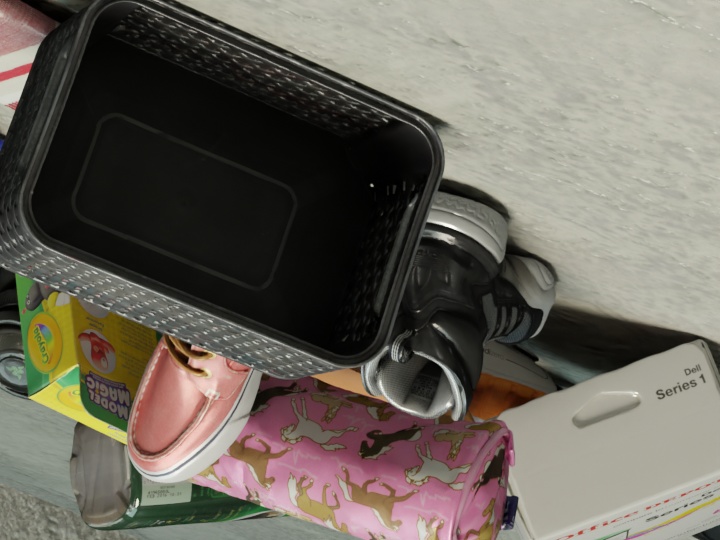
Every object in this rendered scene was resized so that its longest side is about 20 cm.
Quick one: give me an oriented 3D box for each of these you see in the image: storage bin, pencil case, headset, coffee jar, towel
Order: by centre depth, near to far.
[{"bbox_3d":[-0.075,-0.039,1.347,0.199,0.136,0.094,22,167,-17],"label":"storage bin"},{"bbox_3d":[-0.143,-0.099,1.463,0.199,0.023,0.144,24,165,-29],"label":"towel"},{"bbox_3d":[-0.008,0.105,1.546,0.199,0.083,0.086,13,-171,26],"label":"pencil case"},{"bbox_3d":[-0.216,0.025,1.686,0.199,0.124,0.094,20,139,-32],"label":"headset"},{"bbox_3d":[-0.093,0.131,1.864,0.199,0.086,0.104,-1,172,-31],"label":"coffee jar"}]

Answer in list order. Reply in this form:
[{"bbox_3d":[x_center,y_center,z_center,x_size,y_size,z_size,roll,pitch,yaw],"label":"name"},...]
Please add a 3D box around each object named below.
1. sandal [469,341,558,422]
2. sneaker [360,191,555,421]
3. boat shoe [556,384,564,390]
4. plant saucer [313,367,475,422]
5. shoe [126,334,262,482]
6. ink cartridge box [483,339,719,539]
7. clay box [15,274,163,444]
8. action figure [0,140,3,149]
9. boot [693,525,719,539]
[{"bbox_3d":[0.058,0.057,1.706,0.206,0.059,0.079,22,147,-30],"label":"sandal"},{"bbox_3d":[0.051,0.033,1.527,0.075,0.114,0.200,14,167,20],"label":"sneaker"},{"bbox_3d":[0.074,0.079,1.800,0.200,0.066,0.070,26,-153,-43],"label":"boat shoe"},{"bbox_3d":[-0.006,0.090,1.654,0.199,0.038,0.200,22,152,12],"label":"plant saucer"},{"bbox_3d":[-0.089,0.028,1.499,0.071,0.201,0.091,39,-167,29],"label":"shoe"},{"bbox_3d":[0.161,0.125,1.684,0.144,0.084,0.200,-21,164,0],"label":"ink cartridge box"},{"bbox_3d":[-0.155,0.026,1.628,0.047,0.201,0.115,-30,141,27],"label":"clay box"},{"bbox_3d":[-0.254,-0.057,1.639,0.065,0.099,0.200,16,165,5],"label":"action figure"},{"bbox_3d":[0.246,0.157,1.858,0.168,0.077,0.200,24,173,-38],"label":"boot"}]
